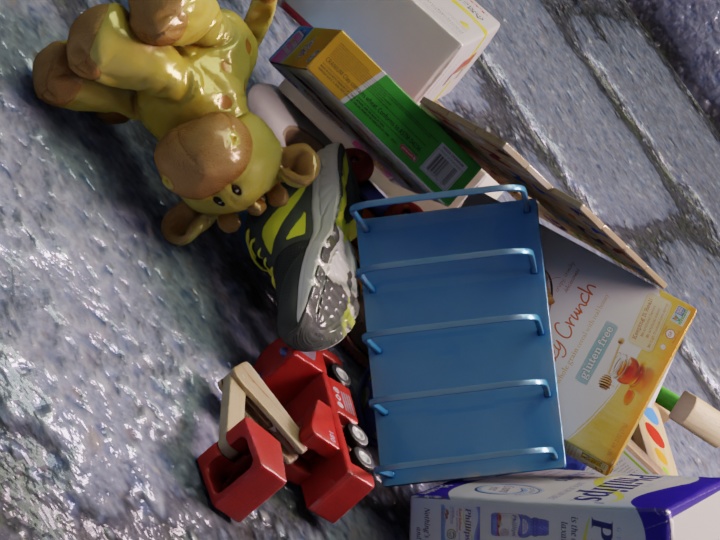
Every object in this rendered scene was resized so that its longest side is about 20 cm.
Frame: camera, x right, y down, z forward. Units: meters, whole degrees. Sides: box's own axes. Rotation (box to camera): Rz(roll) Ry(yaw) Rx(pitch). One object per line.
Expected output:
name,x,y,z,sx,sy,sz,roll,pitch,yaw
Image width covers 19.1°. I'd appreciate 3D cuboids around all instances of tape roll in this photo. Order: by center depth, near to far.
tape roll,-0.043,-0.073,1.864,0.203,0.037,0.203,44,22,-23

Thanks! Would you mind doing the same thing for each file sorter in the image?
file sorter,0.068,0.046,1.547,0.123,0.137,0.202,53,31,-79

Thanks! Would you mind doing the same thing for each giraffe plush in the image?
giraffe plush,-0.124,-0.111,1.592,0.199,0.172,0.163,-7,72,-48

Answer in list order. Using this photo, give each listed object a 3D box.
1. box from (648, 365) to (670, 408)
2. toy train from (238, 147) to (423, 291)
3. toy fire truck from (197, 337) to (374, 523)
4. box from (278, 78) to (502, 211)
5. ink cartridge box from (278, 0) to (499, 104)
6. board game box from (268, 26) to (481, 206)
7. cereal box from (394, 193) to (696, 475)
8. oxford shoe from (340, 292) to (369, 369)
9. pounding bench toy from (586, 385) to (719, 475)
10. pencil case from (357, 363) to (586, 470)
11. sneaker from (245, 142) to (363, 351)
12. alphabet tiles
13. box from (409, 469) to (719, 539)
box,0.148,0.041,1.750,0.199,0.061,0.116,25,1,25
toy train,0.000,0.000,1.688,0.115,0.085,0.200,-23,54,-29
toy fire truck,-0.057,0.108,1.515,0.141,0.049,0.201,34,25,-34
box,0.032,-0.122,1.891,0.200,0.078,0.095,44,16,13
ink cartridge box,0.029,-0.219,1.847,0.145,0.084,0.200,41,16,3
board game box,0.007,-0.124,1.683,0.153,0.040,0.200,44,-2,-13
cereal box,0.136,0.045,1.634,0.199,0.145,0.040,28,-17,9
oxford shoe,0.035,0.055,1.767,0.200,0.075,0.070,50,21,-6
pounding bench toy,0.225,0.138,1.865,0.124,0.200,0.157,41,24,-28
pencil case,0.096,0.113,1.698,0.198,0.087,0.079,11,67,-23
sneaker,-0.047,-0.011,1.618,0.201,0.084,0.075,-81,153,-47
alphabet tiles,0.128,-0.063,1.615,0.167,0.008,0.200,34,-3,46
box,0.158,0.209,1.580,0.184,0.198,0.106,-6,97,-67
